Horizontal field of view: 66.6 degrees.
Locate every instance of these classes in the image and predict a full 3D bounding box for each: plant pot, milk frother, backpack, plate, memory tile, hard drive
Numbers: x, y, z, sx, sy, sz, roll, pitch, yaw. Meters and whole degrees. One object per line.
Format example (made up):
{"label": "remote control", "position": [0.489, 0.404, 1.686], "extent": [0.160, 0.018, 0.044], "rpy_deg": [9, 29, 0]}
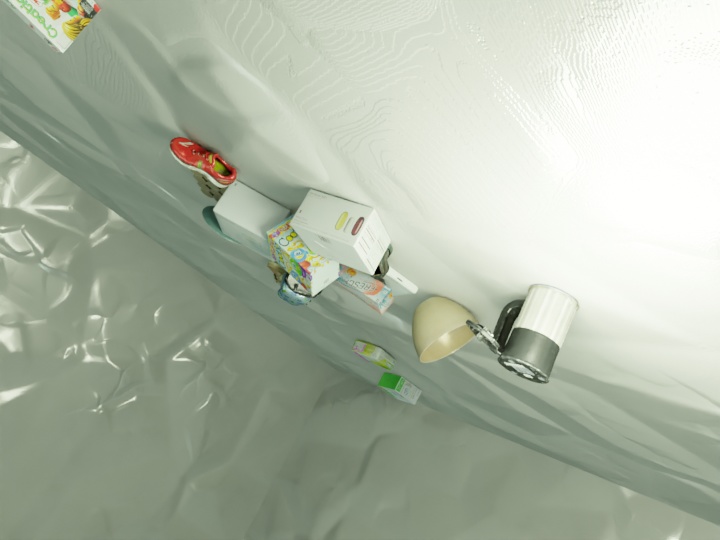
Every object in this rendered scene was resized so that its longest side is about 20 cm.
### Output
{"label": "plant pot", "position": [0.228, 0.156, 1.590], "extent": [0.135, 0.199, 0.201], "rpy_deg": [61, 179, 28]}
{"label": "milk frother", "position": [0.351, 0.113, 1.203], "extent": [0.180, 0.189, 0.200], "rpy_deg": [13, 157, 40]}
{"label": "backpack", "position": [-0.253, 0.066, 2.193], "extent": [0.162, 0.155, 0.200], "rpy_deg": [28, 177, -18]}
{"label": "plate", "position": [-0.439, -0.162, 1.854], "extent": [0.199, 0.026, 0.201], "rpy_deg": [31, -157, -15]}
{"label": "memory tile", "position": [-0.467, -0.264, 1.772], "extent": [0.153, 0.017, 0.200], "rpy_deg": [28, 163, 7]}
{"label": "hard drive", "position": [0.079, 0.034, 1.708], "extent": [0.132, 0.027, 0.200], "rpy_deg": [35, 163, -16]}

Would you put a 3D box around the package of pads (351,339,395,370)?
{"label": "package of pads", "position": [0.065, 0.429, 2.800], "extent": [0.199, 0.068, 0.154], "rpy_deg": [12, 157, 44]}

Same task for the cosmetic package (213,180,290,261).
{"label": "cosmetic package", "position": [-0.326, -0.148, 1.690], "extent": [0.198, 0.123, 0.200], "rpy_deg": [29, 162, 4]}

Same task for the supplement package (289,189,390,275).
{"label": "supplement package", "position": [-0.049, -0.098, 1.392], "extent": [0.199, 0.111, 0.156], "rpy_deg": [20, 161, 28]}

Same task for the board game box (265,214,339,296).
{"label": "board game box", "position": [-0.163, -0.045, 1.548], "extent": [0.200, 0.105, 0.103], "rpy_deg": [41, 153, 25]}

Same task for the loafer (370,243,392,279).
{"label": "loafer", "position": [0.041, -0.019, 1.518], "extent": [0.072, 0.063, 0.200], "rpy_deg": [31, 156, 10]}

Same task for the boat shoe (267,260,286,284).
{"label": "boat shoe", "position": [-0.323, 0.032, 2.297], "extent": [0.074, 0.067, 0.200], "rpy_deg": [10, 155, 47]}

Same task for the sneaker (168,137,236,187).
{"label": "sneaker", "position": [-0.425, -0.309, 1.506], "extent": [0.199, 0.077, 0.085], "rpy_deg": [31, 153, -27]}

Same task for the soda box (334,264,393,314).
{"label": "soda box", "position": [0.005, 0.045, 1.649], "extent": [0.199, 0.064, 0.069], "rpy_deg": [33, 157, 28]}

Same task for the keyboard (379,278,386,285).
{"label": "keyboard", "position": [0.000, 0.000, 1.690], "extent": [0.199, 0.021, 0.127], "rpy_deg": [29, 154, 35]}

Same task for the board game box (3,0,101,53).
{"label": "board game box", "position": [-0.611, -0.536, 1.036], "extent": [0.034, 0.127, 0.200], "rpy_deg": [18, 160, 35]}

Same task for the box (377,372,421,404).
{"label": "box", "position": [0.232, 0.696, 3.247], "extent": [0.176, 0.097, 0.200], "rpy_deg": [39, 160, -23]}
